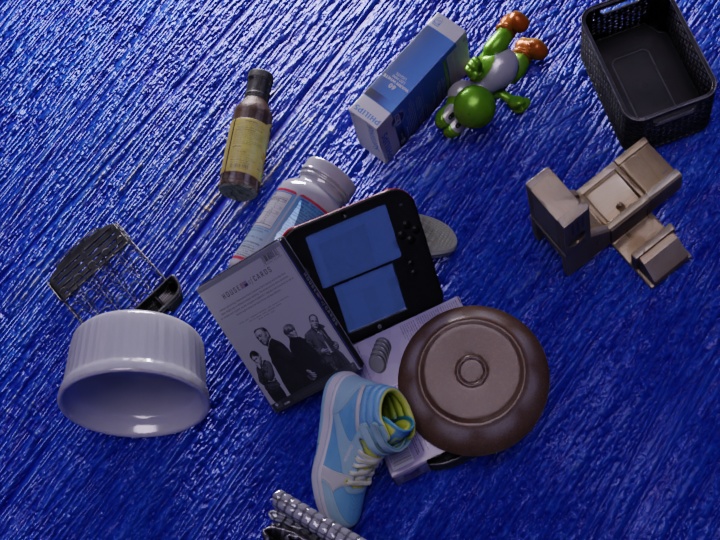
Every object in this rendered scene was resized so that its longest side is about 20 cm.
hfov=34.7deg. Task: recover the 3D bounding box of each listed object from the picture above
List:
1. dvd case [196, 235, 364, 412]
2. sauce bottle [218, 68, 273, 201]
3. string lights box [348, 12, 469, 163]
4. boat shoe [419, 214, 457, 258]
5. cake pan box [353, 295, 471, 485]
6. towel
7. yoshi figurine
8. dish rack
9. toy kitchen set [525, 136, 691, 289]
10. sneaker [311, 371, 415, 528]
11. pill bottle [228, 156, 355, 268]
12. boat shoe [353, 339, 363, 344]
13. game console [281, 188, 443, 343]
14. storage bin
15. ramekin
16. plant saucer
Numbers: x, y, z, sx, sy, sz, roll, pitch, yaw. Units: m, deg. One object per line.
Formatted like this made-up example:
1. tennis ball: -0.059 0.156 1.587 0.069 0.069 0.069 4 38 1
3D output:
1. dvd case: -0.106 0.074 1.516 0.149 0.025 0.202 -28 99 26
2. sauce bottle: -0.164 -0.205 1.717 0.064 0.065 0.203 5 69 12
3. string lights box: 0.075 -0.264 1.676 0.059 0.103 0.200 37 77 22
4. boat shoe: 0.038 -0.032 1.599 0.197 0.063 0.075 -7 57 -16
5. cake pan box: 0.090 0.159 1.520 0.182 0.052 0.202 -27 65 1
6. towel: -0.031 0.355 1.375 0.164 0.200 0.086 25 74 20
7. yoshi figurine: 0.191 -0.271 1.659 0.112 0.112 0.201 37 80 16
8. dish rack: -0.360 0.022 1.661 0.153 0.055 0.200 -42 66 -9
9. toy kitchen set: 0.347 -0.079 1.502 0.199 0.181 0.164 -38 66 -2
10. sneaker: 0.008 0.233 1.441 0.129 0.079 0.204 3 92 44
11. pill bottle: -0.091 -0.055 1.614 0.108 0.109 0.201 27 74 20
12. boat shoe: -0.064 0.071 1.575 0.197 0.070 0.072 -15 65 4
13. game console: 0.000 0.000 1.535 0.197 0.031 0.180 -22 101 -11
14. storage bin: 0.403 -0.285 1.631 0.133 0.094 0.203 -19 64 2
15. ramekin: -0.297 0.135 1.525 0.197 0.201 0.099 -8 57 7
16. plant saucer: 0.143 0.134 1.476 0.197 0.037 0.204 -3 67 7
